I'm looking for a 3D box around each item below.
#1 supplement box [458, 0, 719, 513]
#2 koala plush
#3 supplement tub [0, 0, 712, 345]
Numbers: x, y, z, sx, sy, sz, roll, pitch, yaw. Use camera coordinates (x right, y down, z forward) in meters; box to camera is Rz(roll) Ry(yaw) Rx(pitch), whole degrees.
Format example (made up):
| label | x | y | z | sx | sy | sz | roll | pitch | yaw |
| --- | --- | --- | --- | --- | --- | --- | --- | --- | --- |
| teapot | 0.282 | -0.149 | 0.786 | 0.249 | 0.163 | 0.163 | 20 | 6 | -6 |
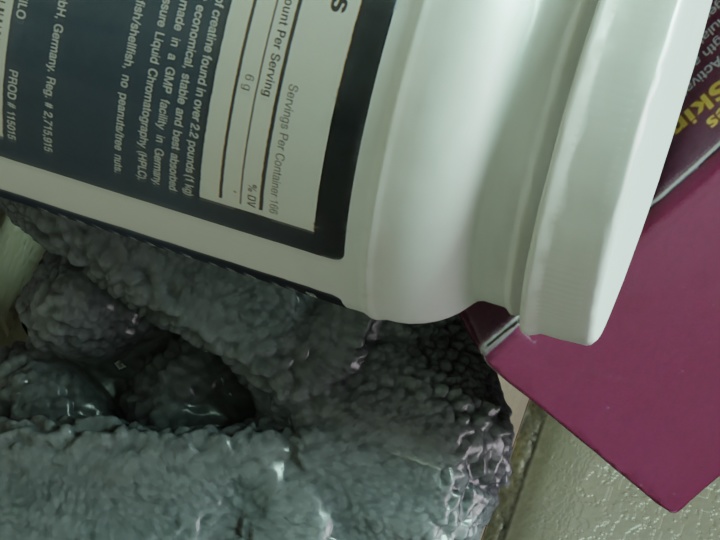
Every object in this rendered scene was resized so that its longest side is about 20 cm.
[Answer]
| label | x | y | z | sx | sy | sz | roll | pitch | yaw |
| --- | --- | --- | --- | --- | --- | --- | --- | --- | --- |
| supplement box | 0.077 | -0.050 | 0.753 | 0.131 | 0.103 | 0.200 | -41 | -141 | 11 |
| koala plush | -0.048 | 0.038 | 0.811 | 0.200 | 0.184 | 0.178 | 170 | -62 | -87 |
| supplement tub | -0.021 | -0.069 | 0.608 | 0.140 | 0.200 | 0.140 | 17 | 90 | -81 |
